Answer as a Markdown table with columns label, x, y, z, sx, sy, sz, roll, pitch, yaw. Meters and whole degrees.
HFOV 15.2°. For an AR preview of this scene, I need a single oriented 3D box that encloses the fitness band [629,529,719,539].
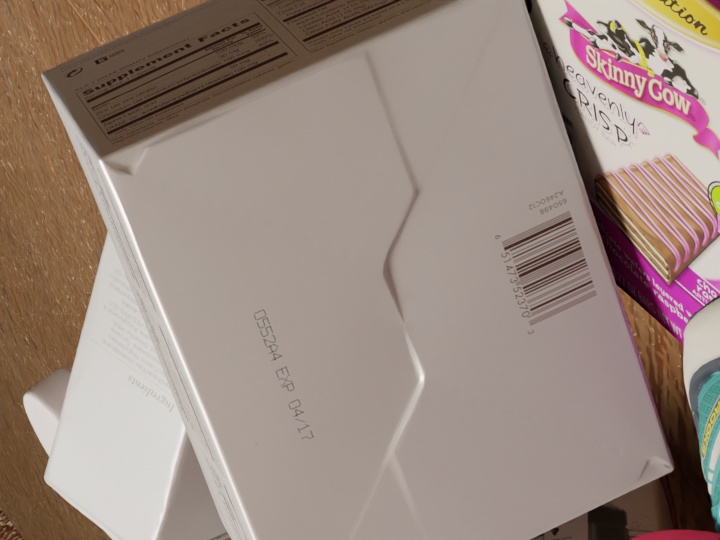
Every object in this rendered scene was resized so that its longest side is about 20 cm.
| label | x | y | z | sx | sy | sz | roll | pitch | yaw |
| --- | --- | --- | --- | --- | --- | --- | --- | --- | --- |
| fitness band | 0.154 | 0.157 | 0.880 | 0.200 | 0.037 | 0.144 | 40 | 156 | -8 |

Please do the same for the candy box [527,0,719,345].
| label | x | y | z | sx | sy | sz | roll | pitch | yaw |
| --- | --- | --- | --- | --- | --- | --- | --- | --- | --- |
| candy box | 0.119 | -0.051 | 0.897 | 0.136 | 0.061 | 0.200 | 45 | 160 | 37 |

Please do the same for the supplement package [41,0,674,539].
| label | x | y | z | sx | sy | sz | roll | pitch | yaw |
| --- | --- | --- | --- | --- | --- | --- | --- | --- | --- |
| supplement package | 0.000 | 0.000 | 0.969 | 0.111 | 0.155 | 0.201 | -131 | 19 | -63 |

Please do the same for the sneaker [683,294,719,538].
| label | x | y | z | sx | sy | sz | roll | pitch | yaw |
| --- | --- | --- | --- | --- | --- | --- | --- | --- | --- |
| sneaker | 0.167 | 0.029 | 0.798 | 0.200 | 0.077 | 0.080 | -42 | 39 | 54 |

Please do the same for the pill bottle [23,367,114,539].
| label | x | y | z | sx | sy | sz | roll | pitch | yaw |
| --- | --- | --- | --- | --- | --- | --- | --- | --- | --- |
| pill bottle | -0.060 | 0.046 | 1.355 | 0.116 | 0.200 | 0.116 | 49 | 162 | 22 |

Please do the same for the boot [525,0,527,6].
| label | x | y | z | sx | sy | sz | roll | pitch | yaw |
| --- | --- | --- | --- | --- | --- | --- | --- | --- | --- |
| boot | 0.005 | -0.024 | 1.054 | 0.069 | 0.188 | 0.200 | 56 | 170 | 45 |

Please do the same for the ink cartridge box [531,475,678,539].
| label | x | y | z | sx | sy | sz | roll | pitch | yaw |
| --- | --- | --- | --- | --- | --- | --- | --- | --- | --- |
| ink cartridge box | 0.063 | 0.150 | 1.137 | 0.200 | 0.146 | 0.083 | -74 | -26 | -72 |

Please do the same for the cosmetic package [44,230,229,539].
| label | x | y | z | sx | sy | sz | roll | pitch | yaw |
| --- | --- | --- | --- | --- | --- | --- | --- | --- | --- |
| cosmetic package | -0.057 | 0.012 | 1.135 | 0.074 | 0.101 | 0.201 | 33 | 118 | 29 |
